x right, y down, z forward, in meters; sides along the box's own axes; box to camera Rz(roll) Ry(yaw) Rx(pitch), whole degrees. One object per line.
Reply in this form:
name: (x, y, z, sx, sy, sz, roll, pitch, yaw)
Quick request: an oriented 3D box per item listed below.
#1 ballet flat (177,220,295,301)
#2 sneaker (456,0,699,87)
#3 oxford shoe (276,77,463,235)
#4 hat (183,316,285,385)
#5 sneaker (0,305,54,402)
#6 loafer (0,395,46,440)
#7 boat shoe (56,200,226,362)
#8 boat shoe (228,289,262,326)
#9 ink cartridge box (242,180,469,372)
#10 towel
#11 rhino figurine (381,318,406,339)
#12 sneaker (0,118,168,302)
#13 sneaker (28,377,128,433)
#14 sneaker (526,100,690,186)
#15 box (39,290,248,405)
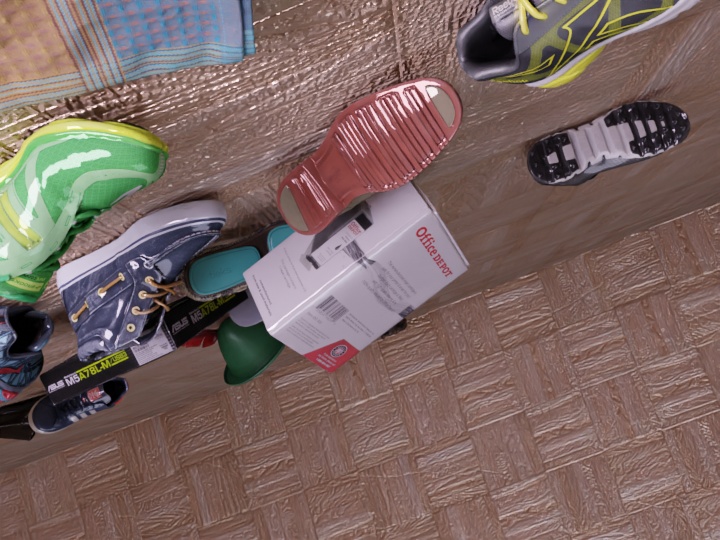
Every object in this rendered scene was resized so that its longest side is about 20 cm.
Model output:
ballet flat: (-0.112, -0.015, 0.737, 0.196, 0.070, 0.075, -16, -170, -27)
sneaker: (0.121, -0.156, 0.373, 0.083, 0.076, 0.200, -16, 170, -20)
oxford shoe: (0.010, -0.099, 0.539, 0.198, 0.072, 0.074, -24, -169, 42)
hat: (-0.235, 0.088, 1.173, 0.163, 0.177, 0.202, -26, -154, 27)
sneaker: (-0.362, 0.084, 0.696, 0.093, 0.081, 0.200, -20, 171, -10)
loafer: (-0.656, 0.296, 1.281, 0.196, 0.073, 0.073, -16, 170, -24)
boat shoe: (-0.192, 0.013, 0.609, 0.197, 0.093, 0.070, -24, 169, 24)
boat shoe: (-0.100, 0.027, 0.977, 0.196, 0.071, 0.066, -26, -173, 15)
ink cartridge box: (0.000, 0.000, 0.699, 0.198, 0.084, 0.147, -37, 146, 6)
towel: (-0.137, -0.108, 0.270, 0.195, 0.022, 0.147, -18, 170, -11)
rhino figurine: (0.102, 0.213, 2.437, 0.086, 0.061, 0.199, -27, 179, -32)
sneaker: (-0.195, -0.027, 0.405, 0.196, 0.086, 0.074, -23, 170, 14)
sneaker: (-0.539, 0.250, 1.286, 0.083, 0.077, 0.199, -24, 180, 34)
sneaker: (0.295, -0.150, 0.812, 0.195, 0.068, 0.090, -17, 174, 7)
box: (-0.262, 0.080, 0.829, 0.196, 0.048, 0.193, -24, -170, 21)
